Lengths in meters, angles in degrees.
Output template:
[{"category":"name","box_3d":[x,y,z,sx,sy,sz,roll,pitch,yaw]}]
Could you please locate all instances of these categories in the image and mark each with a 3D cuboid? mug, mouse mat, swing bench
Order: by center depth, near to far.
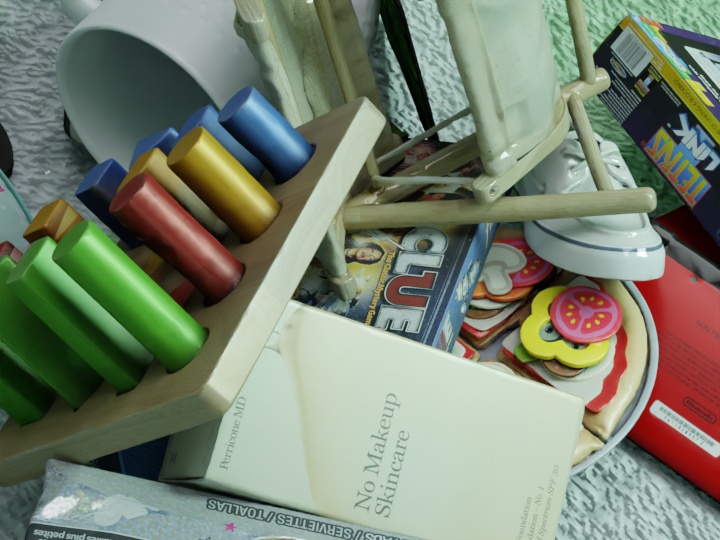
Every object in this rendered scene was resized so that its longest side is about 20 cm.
[{"category":"swing bench","box_3d":[0.043,-0.118,1.165,0.198,0.200,0.130,-15,41,2]},{"category":"mug","box_3d":[-0.093,-0.150,1.267,0.199,0.148,0.175,35,56,11]},{"category":"mouse mat","box_3d":[0.018,-0.167,1.334,0.007,0.162,0.201,-19,43,-1]}]

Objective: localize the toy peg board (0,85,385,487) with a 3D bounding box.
[{"category":"toy peg board","box_3d":[-0.117,-0.013,1.053,0.098,0.199,0.200,44,51,-22]}]

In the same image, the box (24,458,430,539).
[{"category":"box","box_3d":[-0.075,0.192,1.035,0.198,0.133,0.115,12,47,-2]}]

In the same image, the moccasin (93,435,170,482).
[{"category":"moccasin","box_3d":[-0.115,0.089,1.160,0.080,0.068,0.201,9,42,-24]}]

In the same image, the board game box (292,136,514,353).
[{"category":"board game box","box_3d":[0.000,0.000,1.234,0.134,0.035,0.201,7,48,18]}]

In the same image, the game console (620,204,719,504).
[{"category":"game console","box_3d":[0.238,0.061,1.296,0.199,0.119,0.173,35,83,18]}]

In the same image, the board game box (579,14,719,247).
[{"category":"board game box","box_3d":[0.254,-0.068,1.337,0.165,0.057,0.200,8,39,-49]}]

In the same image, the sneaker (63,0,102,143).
[{"category":"sneaker","box_3d":[-0.122,-0.148,1.353,0.076,0.076,0.200,26,51,12]}]

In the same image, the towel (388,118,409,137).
[{"category":"towel","box_3d":[-0.066,-0.067,1.335,0.199,0.018,0.086,-31,64,-33]}]

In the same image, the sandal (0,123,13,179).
[{"category":"sandal","box_3d":[-0.281,-0.123,1.314,0.075,0.045,0.200,-19,57,-27]}]

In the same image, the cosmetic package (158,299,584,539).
[{"category":"cosmetic package","box_3d":[0.008,0.087,1.088,0.199,0.073,0.104,18,78,-23]}]

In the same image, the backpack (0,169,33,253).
[{"category":"backpack","box_3d":[-0.272,0.001,1.145,0.199,0.154,0.176,-15,50,-33]}]

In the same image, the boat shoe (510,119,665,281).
[{"category":"boat shoe","box_3d":[0.129,-0.051,1.262,0.073,0.066,0.200,-2,21,-19]}]

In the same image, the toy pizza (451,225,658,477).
[{"category":"toy pizza","box_3d":[0.074,0.044,1.225,0.198,0.032,0.201,-5,50,6]}]
